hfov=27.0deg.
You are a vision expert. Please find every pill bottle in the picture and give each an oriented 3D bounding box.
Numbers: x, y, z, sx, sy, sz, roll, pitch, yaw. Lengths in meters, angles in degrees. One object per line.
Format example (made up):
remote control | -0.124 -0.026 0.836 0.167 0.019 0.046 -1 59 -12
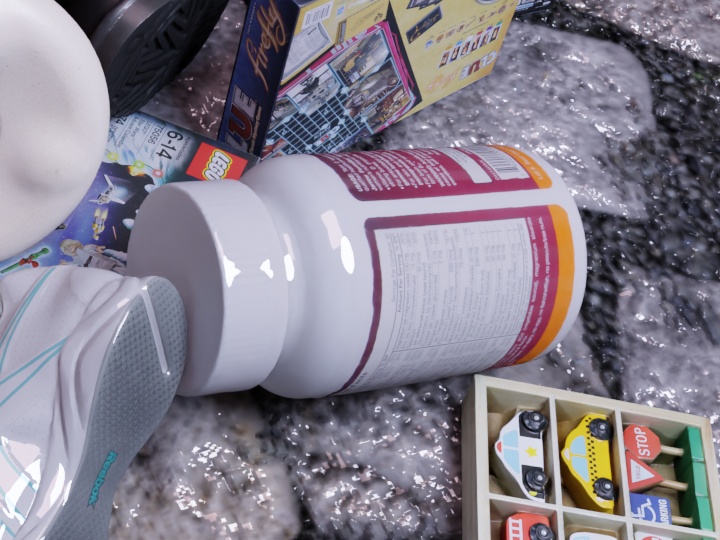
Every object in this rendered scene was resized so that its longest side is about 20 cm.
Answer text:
pill bottle | 0.000 0.000 0.693 0.198 0.110 0.110 -6 52 -35

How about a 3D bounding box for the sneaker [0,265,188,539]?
sneaker | -0.140 0.090 0.601 0.080 0.070 0.202 14 71 25

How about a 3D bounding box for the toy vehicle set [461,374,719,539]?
toy vehicle set | 0.109 0.145 0.680 0.123 0.027 0.201 10 48 -9

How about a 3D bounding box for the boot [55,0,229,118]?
boot | -0.156 -0.158 0.769 0.157 0.080 0.211 34 12 -5

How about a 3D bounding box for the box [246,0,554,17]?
box | 0.041 -0.223 0.881 0.199 0.164 0.086 -18 58 -29

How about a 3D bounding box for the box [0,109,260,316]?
box | -0.143 -0.003 0.717 0.136 0.040 0.201 21 48 -1

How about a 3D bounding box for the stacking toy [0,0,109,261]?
stacking toy | -0.203 -0.106 0.695 0.145 0.147 0.201 -3 35 -20

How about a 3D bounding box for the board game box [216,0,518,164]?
board game box | 0.015 -0.132 0.814 0.199 0.136 0.035 -30 64 -36
